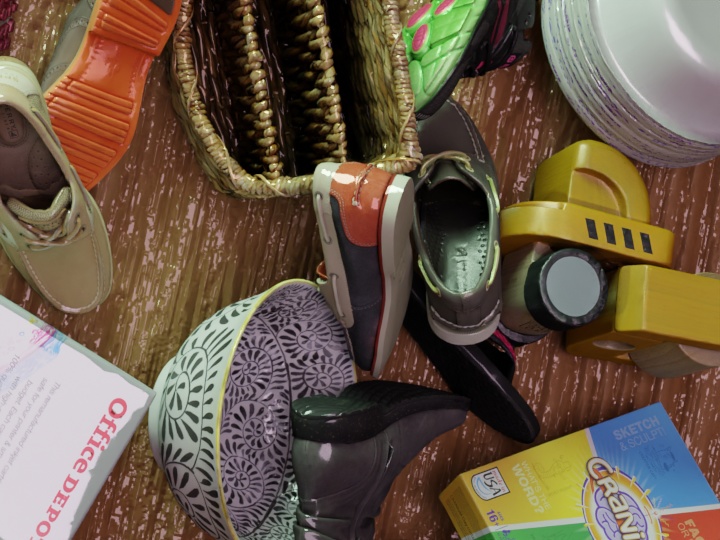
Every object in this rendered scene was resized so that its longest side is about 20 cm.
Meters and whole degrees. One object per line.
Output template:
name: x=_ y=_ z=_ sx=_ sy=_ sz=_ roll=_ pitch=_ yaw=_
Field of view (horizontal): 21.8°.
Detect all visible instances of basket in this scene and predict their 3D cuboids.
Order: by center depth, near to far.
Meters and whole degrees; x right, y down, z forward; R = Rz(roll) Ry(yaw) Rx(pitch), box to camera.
basket: x=-0.056 y=-0.153 z=1.294 sx=0.142 sy=0.149 sz=0.202 roll=-10 pitch=95 yaw=-17

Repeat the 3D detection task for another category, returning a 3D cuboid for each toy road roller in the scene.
toy road roller: x=0.191 y=-0.010 z=1.394 sx=0.199 sy=0.123 sz=0.147 roll=14 pitch=76 yaw=-17

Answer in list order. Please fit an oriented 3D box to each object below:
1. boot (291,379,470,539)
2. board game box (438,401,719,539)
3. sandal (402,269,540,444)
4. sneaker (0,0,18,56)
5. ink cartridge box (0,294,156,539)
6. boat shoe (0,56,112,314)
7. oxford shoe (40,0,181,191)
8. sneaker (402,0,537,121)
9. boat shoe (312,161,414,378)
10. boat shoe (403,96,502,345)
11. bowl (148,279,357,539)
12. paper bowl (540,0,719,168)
boot: x=0.007 y=0.151 z=1.333 sx=0.199 sy=0.069 sz=0.133 roll=-5 pitch=100 yaw=-53
board game box: x=0.177 y=0.194 z=1.372 sx=0.199 sy=0.040 sz=0.154 roll=-16 pitch=66 yaw=-33
sandal: x=0.074 y=0.047 z=1.383 sx=0.045 sy=0.075 sz=0.200 roll=-44 pitch=101 yaw=-23
sneaker: x=-0.268 y=-0.206 z=1.268 sx=0.074 sy=0.081 sz=0.202 roll=11 pitch=82 yaw=1
ink cartridge box: x=-0.263 y=0.088 z=1.236 sx=0.199 sy=0.145 sz=0.146 roll=34 pitch=81 yaw=-15
boat shoe: x=-0.218 y=-0.043 z=1.256 sx=0.071 sy=0.065 sz=0.201 roll=-22 pitch=124 yaw=-2
oxford shoe: x=-0.187 y=-0.132 z=1.301 sx=0.071 sy=0.073 sz=0.201 roll=26 pitch=102 yaw=-27
sneaker: x=0.087 y=-0.172 z=1.353 sx=0.084 sy=0.076 sz=0.200 roll=53 pitch=52 yaw=-24
boat shoe: x=0.000 y=0.000 z=1.286 sx=0.062 sy=0.201 sz=0.072 roll=13 pitch=54 yaw=10
boat shoe: x=0.067 y=-0.049 z=1.337 sx=0.071 sy=0.060 sz=0.203 roll=-6 pitch=59 yaw=1
bowl: x=-0.087 y=0.104 z=1.301 sx=0.094 sy=0.200 sz=0.203 roll=3 pitch=91 yaw=26
paper bowl: x=0.241 y=-0.185 z=1.381 sx=0.199 sy=0.104 sz=0.202 roll=9 pitch=72 yaw=-28
